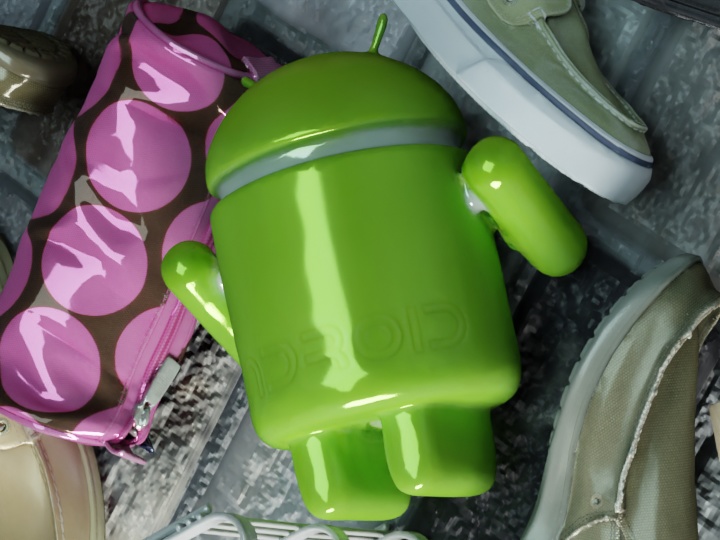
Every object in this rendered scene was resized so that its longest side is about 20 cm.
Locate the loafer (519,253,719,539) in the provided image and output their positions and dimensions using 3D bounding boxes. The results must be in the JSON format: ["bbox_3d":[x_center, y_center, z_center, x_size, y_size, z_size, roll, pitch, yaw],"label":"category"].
[{"bbox_3d":[0.109,0.091,0.935,0.069,0.075,0.201,24,104,20],"label":"loafer"}]

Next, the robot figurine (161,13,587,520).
[{"bbox_3d":[0.000,0.000,0.978,0.175,0.115,0.202,-19,76,28],"label":"robot figurine"}]

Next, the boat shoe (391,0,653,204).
[{"bbox_3d":[0.059,-0.111,0.976,0.062,0.072,0.200,-48,62,15],"label":"boat shoe"}]

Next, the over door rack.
[{"bbox_3d":[-0.084,0.154,1.005,0.199,0.147,0.067,-19,71,30],"label":"over door rack"}]

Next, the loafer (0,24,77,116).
[{"bbox_3d":[-0.215,-0.094,1.155,0.199,0.076,0.068,14,95,43],"label":"loafer"}]

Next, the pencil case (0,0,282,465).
[{"bbox_3d":[-0.098,-0.018,1.062,0.093,0.090,0.201,28,100,43],"label":"pencil case"}]

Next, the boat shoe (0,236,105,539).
[{"bbox_3d":[-0.182,0.066,1.122,0.072,0.065,0.201,-30,71,28],"label":"boat shoe"}]

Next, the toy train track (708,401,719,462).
[{"bbox_3d":[0.219,0.040,0.882,0.199,0.032,0.116,-17,77,32],"label":"toy train track"}]

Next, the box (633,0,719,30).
[{"bbox_3d":[0.210,-0.172,0.896,0.198,0.050,0.201,24,99,31],"label":"box"}]
